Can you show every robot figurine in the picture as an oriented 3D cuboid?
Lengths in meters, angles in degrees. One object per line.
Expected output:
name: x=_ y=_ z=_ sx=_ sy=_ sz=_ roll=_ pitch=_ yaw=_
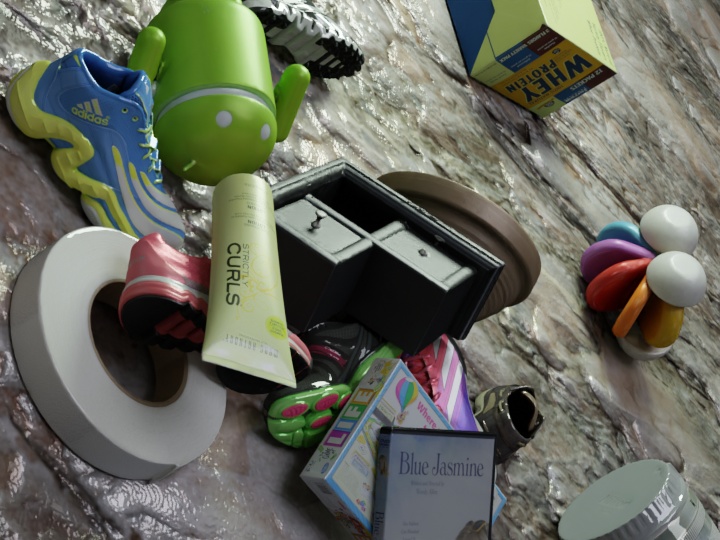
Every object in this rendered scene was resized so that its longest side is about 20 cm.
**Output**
robot figurine: x=-0.137 y=-0.165 z=1.324 sx=0.174 sy=0.116 sz=0.202 roll=11 pitch=56 yaw=-34

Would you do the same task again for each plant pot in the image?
plant pot: x=0.078 y=-0.003 z=1.491 sx=0.201 sy=0.200 sz=0.093 roll=43 pitch=62 yaw=-30

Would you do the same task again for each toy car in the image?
toy car: x=0.372 y=0.011 z=1.980 sx=0.148 sy=0.176 sz=0.201 roll=11 pitch=46 yaw=-8

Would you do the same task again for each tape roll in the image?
tape roll: x=-0.185 y=0.064 z=1.136 sx=0.202 sy=0.037 sz=0.204 roll=39 pitch=35 yaw=-35

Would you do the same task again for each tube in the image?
tube: x=-0.087 y=0.007 z=1.126 sx=0.201 sy=0.057 sz=0.052 roll=-96 pitch=171 yaw=-46

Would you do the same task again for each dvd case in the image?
dvd case: x=0.065 y=0.242 z=1.292 sx=0.142 sy=0.017 sz=0.203 roll=8 pitch=84 yaw=-42

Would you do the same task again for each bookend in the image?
bookend: x=0.000 y=0.000 z=1.341 sx=0.198 sy=0.093 sz=0.200 roll=34 pitch=26 yaw=15

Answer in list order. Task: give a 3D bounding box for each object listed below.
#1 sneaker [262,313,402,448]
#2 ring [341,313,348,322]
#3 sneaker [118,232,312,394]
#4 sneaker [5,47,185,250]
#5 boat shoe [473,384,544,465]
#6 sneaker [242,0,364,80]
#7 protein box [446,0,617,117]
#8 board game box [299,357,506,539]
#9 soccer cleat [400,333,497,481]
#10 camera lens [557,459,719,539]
sneaker: x=-0.037 y=0.097 z=1.326 sx=0.083 sy=0.077 sz=0.200 roll=35 pitch=29 yaw=14
ring: x=0.045 y=0.124 z=1.470 sx=0.200 sy=0.019 sz=0.202 roll=38 pitch=37 yaw=-37
sneaker: x=-0.109 y=0.031 z=1.173 sx=0.200 sy=0.073 sz=0.087 roll=33 pitch=38 yaw=-41
sneaker: x=-0.194 y=-0.098 z=1.188 sx=0.200 sy=0.105 sz=0.076 roll=46 pitch=33 yaw=-25
boat shoe: x=0.163 y=0.163 z=1.555 sx=0.075 sy=0.073 sz=0.200 roll=62 pitch=20 yaw=-3
sneaker: x=-0.066 y=-0.275 z=1.584 sx=0.199 sy=0.066 sz=0.091 roll=20 pitch=52 yaw=-48
protein box: x=0.235 y=-0.358 z=2.067 sx=0.199 sy=0.134 sz=0.200 roll=19 pitch=49 yaw=-50
board game box: x=0.044 y=0.196 z=1.308 sx=0.201 sy=0.034 sz=0.135 roll=53 pitch=57 yaw=-29
soccer cleat: x=0.071 y=0.131 z=1.423 sx=0.073 sy=0.068 sz=0.202 roll=-8 pitch=75 yaw=-55
camera lens: x=0.328 y=0.332 z=1.601 sx=0.201 sy=0.159 sz=0.160 roll=56 pitch=30 yaw=-10
